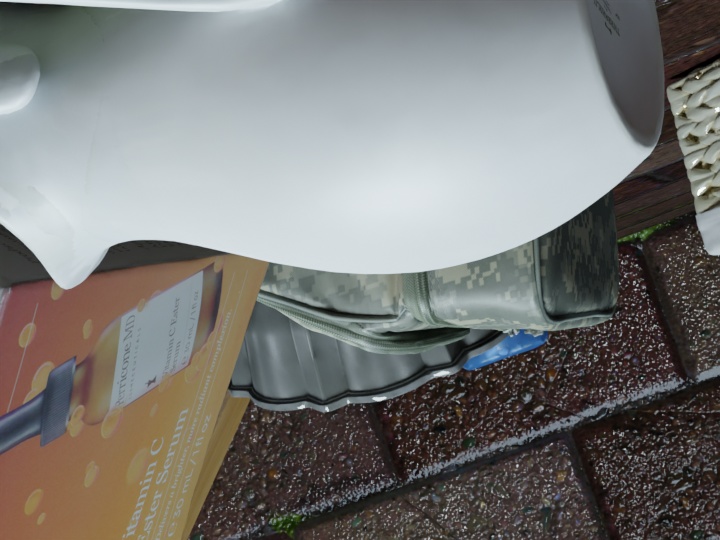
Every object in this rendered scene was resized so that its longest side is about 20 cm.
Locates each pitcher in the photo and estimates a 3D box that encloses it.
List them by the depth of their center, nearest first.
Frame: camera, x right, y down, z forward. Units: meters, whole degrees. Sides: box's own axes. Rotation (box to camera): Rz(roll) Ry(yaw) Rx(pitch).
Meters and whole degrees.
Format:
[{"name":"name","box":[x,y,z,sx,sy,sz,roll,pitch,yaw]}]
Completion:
[{"name":"pitcher","box":[-0.030,-0.061,0.524,0.199,0.122,0.171,-10,164,22]}]

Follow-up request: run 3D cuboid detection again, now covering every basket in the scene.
[{"name":"basket","box":[0.316,-0.105,1.256,0.135,0.124,0.200,-15,172,-40]}]

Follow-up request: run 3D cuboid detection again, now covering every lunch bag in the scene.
[{"name":"lunch bag","box":[0.030,-0.031,0.939,0.167,0.140,0.200,-4,180,18]}]

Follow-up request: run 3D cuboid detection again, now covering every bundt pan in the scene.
[{"name":"bundt pan","box":[0.000,0.000,1.136,0.201,0.076,0.202,-14,-156,6]}]

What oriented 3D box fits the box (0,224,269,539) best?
[{"name":"box","box":[-0.145,0.046,0.772,0.106,0.153,0.200,24,-166,21]}]

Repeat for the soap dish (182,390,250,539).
[{"name":"soap dish","box":[-0.167,0.114,1.339,0.157,0.081,0.200,0,-143,18]}]

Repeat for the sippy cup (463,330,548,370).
[{"name":"sippy cup","box":[0.128,0.028,1.938,0.177,0.131,0.140,-20,175,11]}]
